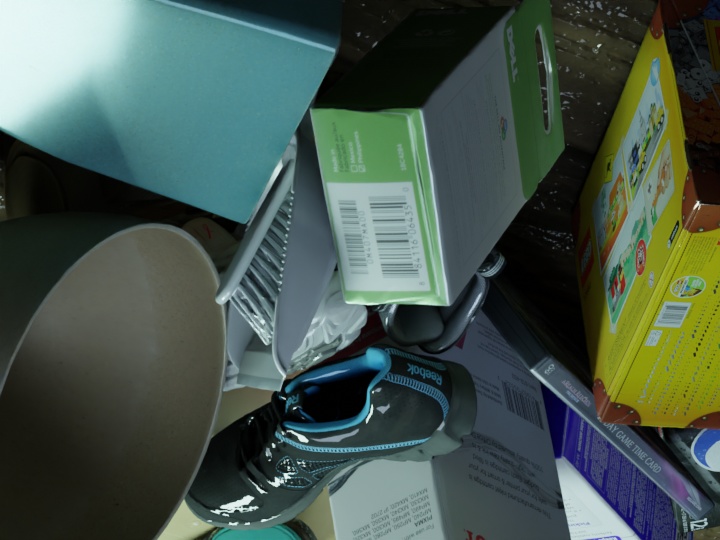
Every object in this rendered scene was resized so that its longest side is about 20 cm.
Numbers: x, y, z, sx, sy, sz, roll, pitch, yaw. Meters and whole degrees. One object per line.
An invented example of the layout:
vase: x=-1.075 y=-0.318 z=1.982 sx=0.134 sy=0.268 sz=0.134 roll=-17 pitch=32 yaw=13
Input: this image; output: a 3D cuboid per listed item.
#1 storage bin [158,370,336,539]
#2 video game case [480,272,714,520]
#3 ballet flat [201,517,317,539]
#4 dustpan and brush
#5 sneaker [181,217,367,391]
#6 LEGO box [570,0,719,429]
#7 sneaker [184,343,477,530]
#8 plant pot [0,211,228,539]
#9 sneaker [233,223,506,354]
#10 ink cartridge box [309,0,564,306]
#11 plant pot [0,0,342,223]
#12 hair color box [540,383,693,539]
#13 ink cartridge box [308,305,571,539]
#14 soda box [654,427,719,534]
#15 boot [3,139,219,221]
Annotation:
storage bin: x=-0.105 y=0.125 z=1.559 sx=0.199 sy=0.094 sz=0.199 roll=19 pitch=138 yaw=-26
video game case: x=0.126 y=0.060 z=1.457 sx=0.019 sy=0.143 sz=0.200 roll=-42 pitch=133 yaw=6
ballet flat: x=-0.082 y=0.199 z=1.539 sx=0.199 sy=0.068 sz=0.075 roll=-26 pitch=159 yaw=35
dustpan and brush: x=-0.034 y=-0.043 z=1.236 sx=0.057 sy=0.201 sz=0.140 roll=26 pitch=174 yaw=-11
sneaker: x=-0.072 y=0.016 z=1.367 sx=0.078 sy=0.100 sz=0.200 roll=-19 pitch=180 yaw=-36
LEGO box: x=0.182 y=-0.030 z=1.334 sx=0.077 sy=0.150 sz=0.200 roll=4 pitch=142 yaw=-10
sneaker: x=-0.033 y=0.087 z=1.386 sx=0.199 sy=0.074 sz=0.082 roll=-27 pitch=145 yaw=29
plant pot: x=-0.180 y=0.056 z=1.266 sx=0.134 sy=0.201 sz=0.201 roll=17 pitch=152 yaw=29
sneaker: x=0.000 y=0.000 z=1.387 sx=0.199 sy=0.114 sz=0.075 roll=-27 pitch=136 yaw=28
ink cartridge box: x=0.044 y=-0.070 z=1.234 sx=0.059 sy=0.200 sz=0.104 roll=1 pitch=115 yaw=23
plant pot: x=-0.124 y=-0.141 z=1.185 sx=0.199 sy=0.142 sz=0.141 roll=15 pitch=139 yaw=-15
hair color box: x=0.133 y=0.150 z=1.620 sx=0.109 sy=0.065 sz=0.200 roll=-10 pitch=142 yaw=29
ink cartridge box: x=0.050 y=0.119 z=1.459 sx=0.084 sy=0.201 sz=0.145 roll=-28 pitch=145 yaw=28
soda box: x=0.218 y=0.085 z=1.547 sx=0.063 sy=0.071 sz=0.200 roll=-13 pitch=142 yaw=3
boot: x=-0.102 y=-0.056 z=1.354 sx=0.155 sy=0.077 sz=0.200 roll=-7 pitch=166 yaw=-34
